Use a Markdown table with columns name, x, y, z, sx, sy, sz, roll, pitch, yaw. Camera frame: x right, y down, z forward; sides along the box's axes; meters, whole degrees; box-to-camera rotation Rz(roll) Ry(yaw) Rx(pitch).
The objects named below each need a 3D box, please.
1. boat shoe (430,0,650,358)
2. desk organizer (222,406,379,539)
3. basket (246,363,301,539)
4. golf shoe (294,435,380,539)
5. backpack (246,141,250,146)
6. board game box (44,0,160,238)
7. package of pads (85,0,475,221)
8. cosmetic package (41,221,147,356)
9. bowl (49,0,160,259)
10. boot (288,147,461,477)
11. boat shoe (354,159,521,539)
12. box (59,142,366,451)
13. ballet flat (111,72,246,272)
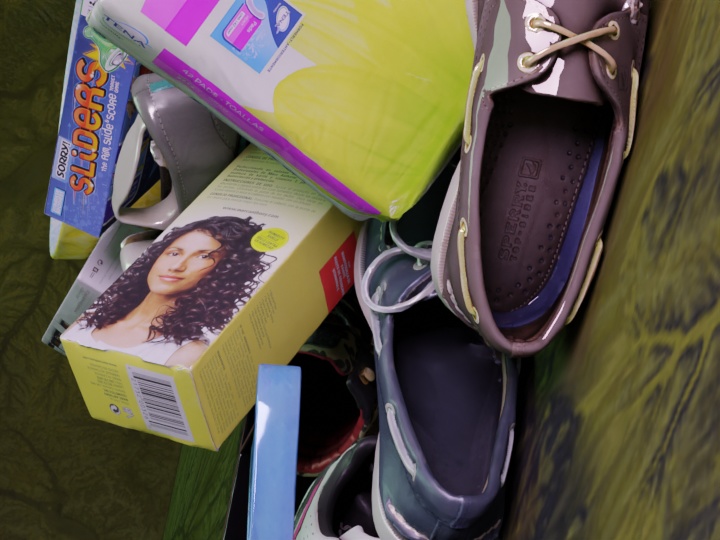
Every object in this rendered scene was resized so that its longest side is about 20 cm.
| name | x | y | z | sx | sy | sz | roll | pitch | yaw |
| --- | --- | --- | --- | --- | --- | --- | --- | --- | --- |
| boat shoe | 0.071 | -0.067 | 0.637 | 0.060 | 0.072 | 0.200 | -121 | 41 | -71 |
| desk organizer | -0.035 | 0.135 | 1.015 | 0.072 | 0.077 | 0.200 | 119 | 162 | -64 |
| basket | -0.040 | 0.152 | 0.697 | 0.176 | 0.139 | 0.200 | 98 | 178 | -69 |
| golf shoe | -0.014 | 0.167 | 0.821 | 0.200 | 0.073 | 0.092 | -86 | 12 | -48 |
| backpack | -0.104 | -0.067 | 1.278 | 0.191 | 0.154 | 0.200 | -47 | -32 | -53 |
| board game box | -0.095 | -0.121 | 0.912 | 0.200 | 0.034 | 0.135 | -53 | -17 | -56 |
| package of pads | 0.009 | -0.135 | 0.699 | 0.200 | 0.154 | 0.068 | -56 | 12 | -8 |
| cosmetic package | -0.139 | 0.028 | 1.042 | 0.051 | 0.082 | 0.200 | -63 | 8 | -18 |
| bowl | -0.131 | -0.100 | 1.089 | 0.200 | 0.108 | 0.200 | -173 | 90 | -76 |
| boot | 0.000 | 0.000 | 0.904 | 0.151 | 0.073 | 0.200 | -66 | -6 | -46 |
| boat shoe | 0.034 | 0.025 | 0.720 | 0.062 | 0.075 | 0.200 | 111 | 168 | -53 |
| box | -0.043 | -0.007 | 0.778 | 0.200 | 0.075 | 0.050 | -51 | -41 | -40 |
| ballet flat | -0.094 | -0.023 | 0.870 | 0.200 | 0.064 | 0.067 | 97 | 156 | -45 |
